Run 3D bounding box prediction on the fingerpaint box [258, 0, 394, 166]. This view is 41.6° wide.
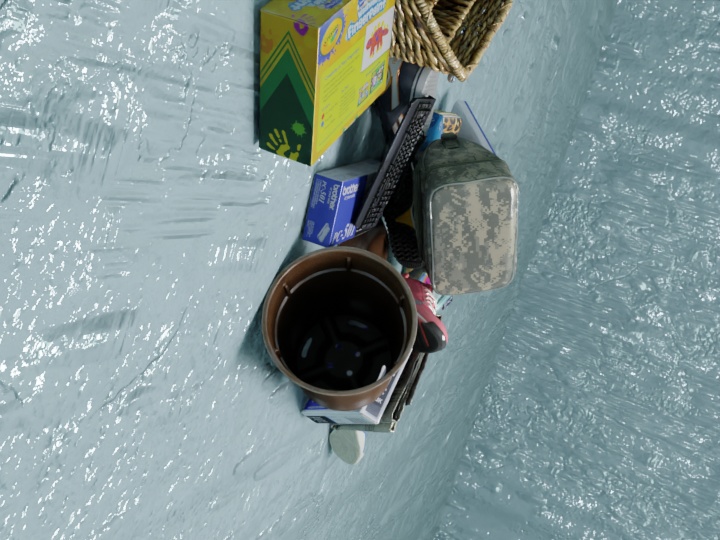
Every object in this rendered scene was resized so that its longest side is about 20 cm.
[{"bbox_3d":[-0.036,-0.241,1.050,0.200,0.073,0.168,-53,157,-44],"label":"fingerpaint box"}]

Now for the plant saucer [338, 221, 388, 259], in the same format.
[{"bbox_3d":[0.000,0.000,1.502,0.200,0.036,0.202,20,90,-74],"label":"plant saucer"}]

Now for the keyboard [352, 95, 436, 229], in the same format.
[{"bbox_3d":[0.055,-0.148,1.311,0.201,0.021,0.127,-64,166,21],"label":"keyboard"}]

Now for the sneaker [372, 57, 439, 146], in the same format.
[{"bbox_3d":[0.060,-0.236,1.353,0.079,0.079,0.200,-55,165,-33],"label":"sneaker"}]

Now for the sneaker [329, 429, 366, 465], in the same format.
[{"bbox_3d":[0.001,0.257,1.723,0.111,0.076,0.201,-41,142,-40],"label":"sneaker"}]

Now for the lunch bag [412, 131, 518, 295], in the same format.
[{"bbox_3d":[0.147,-0.082,1.394,0.168,0.138,0.201,-102,-175,-58],"label":"lunch bag"}]

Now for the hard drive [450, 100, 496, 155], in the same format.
[{"bbox_3d":[0.189,-0.178,1.639,0.132,0.025,0.201,110,-32,-44],"label":"hard drive"}]

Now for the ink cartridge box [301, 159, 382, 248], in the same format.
[{"bbox_3d":[-0.014,-0.097,1.329,0.200,0.044,0.095,-29,135,-65],"label":"ink cartridge box"}]

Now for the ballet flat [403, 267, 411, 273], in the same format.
[{"bbox_3d":[0.105,0.047,1.831,0.069,0.063,0.201,-43,149,-55],"label":"ballet flat"}]

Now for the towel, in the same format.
[{"bbox_3d":[0.043,0.164,1.485,0.200,0.034,0.193,-19,-139,59],"label":"towel"}]

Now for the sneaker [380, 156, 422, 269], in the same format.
[{"bbox_3d":[0.080,-0.109,1.505,0.090,0.070,0.201,-41,126,-52],"label":"sneaker"}]

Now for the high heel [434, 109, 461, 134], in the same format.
[{"bbox_3d":[0.122,-0.194,1.586,0.200,0.071,0.144,-23,126,-79],"label":"high heel"}]

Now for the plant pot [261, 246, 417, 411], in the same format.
[{"bbox_3d":[-0.024,0.097,1.296,0.198,0.199,0.201,85,29,-68],"label":"plant pot"}]

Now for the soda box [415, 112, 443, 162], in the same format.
[{"bbox_3d":[0.091,-0.172,1.531,0.064,0.067,0.200,-60,161,-28],"label":"soda box"}]

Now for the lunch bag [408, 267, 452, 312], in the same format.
[{"bbox_3d":[0.104,0.040,1.641,0.160,0.077,0.200,-41,-179,-39],"label":"lunch bag"}]

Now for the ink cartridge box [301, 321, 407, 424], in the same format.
[{"bbox_3d":[0.006,0.145,1.483,0.198,0.043,0.201,-15,-136,60],"label":"ink cartridge box"}]

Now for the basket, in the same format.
[{"bbox_3d":[0.110,-0.370,1.226,0.200,0.148,0.143,-57,159,-34],"label":"basket"}]

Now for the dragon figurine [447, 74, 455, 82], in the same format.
[{"bbox_3d":[0.136,-0.380,1.448,0.099,0.059,0.201,-46,152,-53],"label":"dragon figurine"}]

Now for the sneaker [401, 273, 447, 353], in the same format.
[{"bbox_3d":[0.079,0.047,1.360,0.086,0.200,0.074,-28,121,-17],"label":"sneaker"}]
